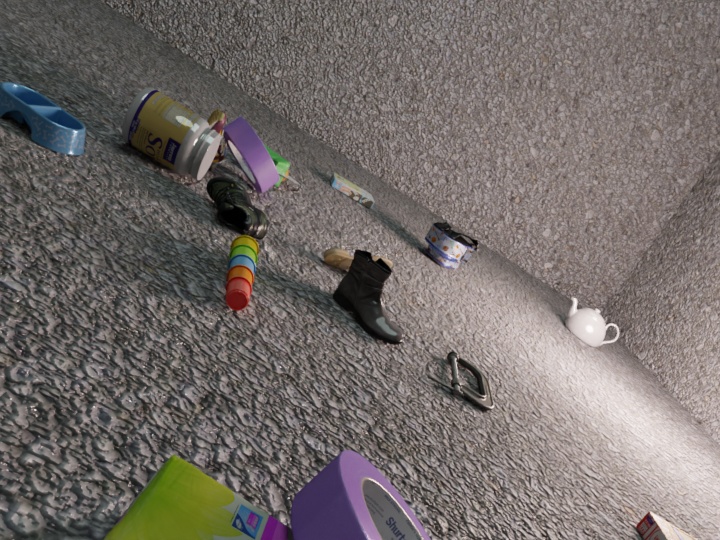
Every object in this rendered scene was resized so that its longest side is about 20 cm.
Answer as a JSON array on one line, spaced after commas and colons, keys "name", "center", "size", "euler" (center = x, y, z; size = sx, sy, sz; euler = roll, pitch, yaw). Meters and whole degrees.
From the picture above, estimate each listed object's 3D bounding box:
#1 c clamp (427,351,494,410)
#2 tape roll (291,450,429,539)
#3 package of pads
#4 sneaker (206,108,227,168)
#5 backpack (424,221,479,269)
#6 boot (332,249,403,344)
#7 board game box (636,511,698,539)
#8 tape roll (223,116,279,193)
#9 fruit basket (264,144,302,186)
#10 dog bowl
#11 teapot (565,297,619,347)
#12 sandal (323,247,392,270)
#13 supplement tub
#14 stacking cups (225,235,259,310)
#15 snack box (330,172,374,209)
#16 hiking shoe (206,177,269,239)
[{"name": "c clamp", "center": [0.231, 0.237, 1.193], "size": [0.168, 0.028, 0.200], "euler": [34, 18, 2]}, {"name": "tape roll", "center": [0.020, 0.279, 0.508], "size": [0.202, 0.065, 0.200], "euler": [50, 2, -2]}, {"name": "package of pads", "center": [-0.141, 0.255, 0.413], "size": [0.152, 0.069, 0.201], "euler": [33, 17, -3]}, {"name": "sneaker", "center": [-0.381, -0.345, 1.407], "size": [0.089, 0.198, 0.077], "euler": [32, 57, -23]}, {"name": "backpack", "center": [0.337, -0.103, 2.084], "size": [0.198, 0.158, 0.189], "euler": [36, 8, 33]}, {"name": "boot", "center": [0.036, 0.055, 1.153], "size": [0.198, 0.134, 0.069], "euler": [37, 17, 16]}, {"name": "board game box", "center": [0.645, 0.571, 1.006], "size": [0.196, 0.047, 0.152], "euler": [31, 17, -7]}, {"name": "tape roll", "center": [-0.307, -0.321, 1.485], "size": [0.202, 0.065, 0.201], "euler": [53, -13, 17]}, {"name": "fruit basket", "center": [-0.289, -0.331, 1.727], "size": [0.182, 0.095, 0.200], "euler": [36, 2, 8]}, {"name": "dog bowl", "center": [-0.637, -0.305, 1.058], "size": [0.197, 0.050, 0.112], "euler": [35, 17, 2]}, {"name": "teapot", "center": [1.055, 0.244, 2.441], "size": [0.195, 0.149, 0.199], "euler": [22, 20, -32]}, {"name": "sandal", "center": [-0.003, 0.003, 1.376], "size": [0.205, 0.077, 0.072], "euler": [13, 55, -32]}, {"name": "supplement tub", "center": [-0.451, -0.324, 1.278], "size": [0.195, 0.148, 0.146], "euler": [29, 17, -9]}, {"name": "stacking cups", "center": [-0.222, 0.006, 0.973], "size": [0.059, 0.062, 0.202], "euler": [25, 24, -19]}, {"name": "snack box", "center": [-0.035, -0.337, 2.233], "size": [0.195, 0.038, 0.117], "euler": [29, 17, -16]}, {"name": "hiking shoe", "center": [-0.295, -0.152, 1.211], "size": [0.198, 0.077, 0.100], "euler": [40, 15, 19]}]
